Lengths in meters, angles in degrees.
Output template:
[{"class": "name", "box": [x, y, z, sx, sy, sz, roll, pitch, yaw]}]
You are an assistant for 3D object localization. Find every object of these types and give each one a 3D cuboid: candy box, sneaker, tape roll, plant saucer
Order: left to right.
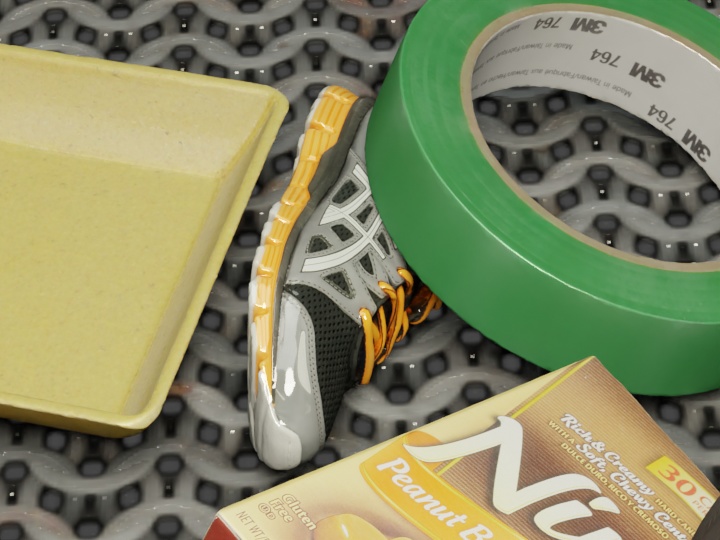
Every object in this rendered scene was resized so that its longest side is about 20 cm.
[{"class": "plant saucer", "box": [-0.148, -0.009, 1.085, 0.199, 0.049, 0.201, 10, 48, 12]}, {"class": "sneaker", "box": [0.000, 0.000, 1.051, 0.077, 0.079, 0.201, 12, 47, 5]}, {"class": "candy box", "box": [0.045, 0.111, 0.892, 0.199, 0.055, 0.116, -20, 60, -43]}, {"class": "tape roll", "box": [0.102, -0.041, 1.058, 0.199, 0.048, 0.201, 13, 46, -14]}]

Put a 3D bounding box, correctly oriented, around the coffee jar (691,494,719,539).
[{"class": "coffee jar", "box": [0.209, 0.113, 0.867, 0.199, 0.104, 0.086, 10, 51, -16]}]
